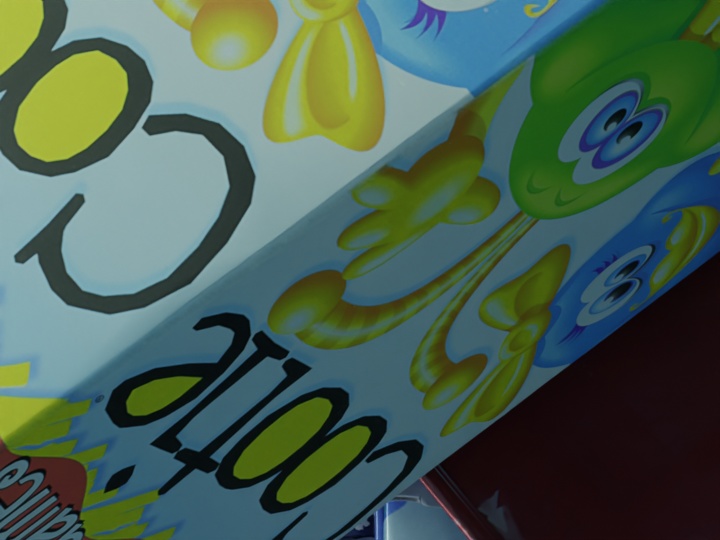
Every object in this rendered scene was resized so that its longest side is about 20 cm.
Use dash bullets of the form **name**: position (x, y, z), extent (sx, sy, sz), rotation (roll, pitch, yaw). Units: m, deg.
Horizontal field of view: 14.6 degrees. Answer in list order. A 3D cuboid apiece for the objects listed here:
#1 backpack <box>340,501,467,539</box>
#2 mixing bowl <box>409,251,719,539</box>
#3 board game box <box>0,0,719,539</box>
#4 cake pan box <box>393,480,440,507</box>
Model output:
- **backpack**: position (-0.005, 0.144, 0.815), extent (0.183, 0.147, 0.200), rotation (121, 151, -52)
- **mixing bowl**: position (0.072, 0.025, 0.559), extent (0.200, 0.108, 0.200), rotation (50, 180, 0)
- **board game box**: position (-0.009, -0.033, 0.441), extent (0.103, 0.200, 0.105), rotation (51, 175, 25)
- **cake pan box**: position (0.000, 0.000, 0.782), extent (0.200, 0.052, 0.184), rotation (5, -157, -29)
